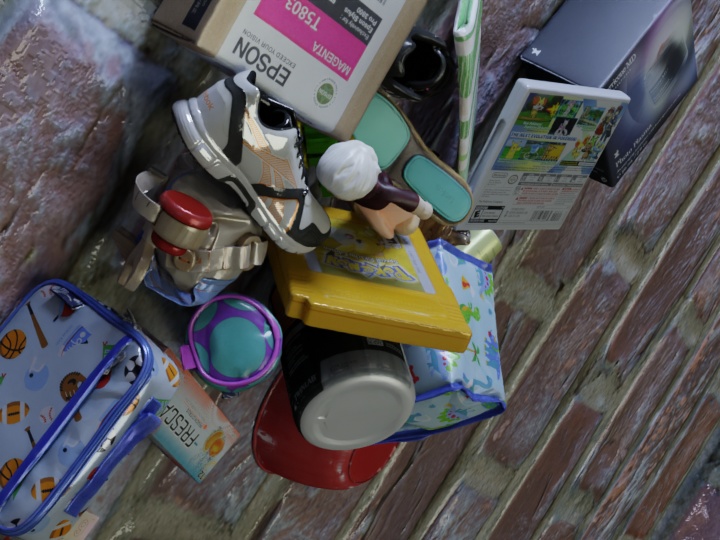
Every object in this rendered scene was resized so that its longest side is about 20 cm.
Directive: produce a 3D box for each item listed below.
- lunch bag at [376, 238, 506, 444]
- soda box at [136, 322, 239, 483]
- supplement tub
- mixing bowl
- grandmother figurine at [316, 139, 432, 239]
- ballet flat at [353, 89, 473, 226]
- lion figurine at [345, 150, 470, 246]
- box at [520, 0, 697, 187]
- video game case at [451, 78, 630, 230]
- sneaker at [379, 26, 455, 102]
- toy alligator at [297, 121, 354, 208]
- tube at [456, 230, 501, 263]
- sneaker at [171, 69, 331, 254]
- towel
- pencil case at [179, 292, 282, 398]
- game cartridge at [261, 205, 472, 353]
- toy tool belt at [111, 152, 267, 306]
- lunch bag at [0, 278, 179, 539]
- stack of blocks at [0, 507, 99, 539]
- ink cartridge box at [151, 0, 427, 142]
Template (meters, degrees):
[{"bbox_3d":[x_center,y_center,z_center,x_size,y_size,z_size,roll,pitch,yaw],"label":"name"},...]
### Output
[{"bbox_3d":[0.047,0.087,1.361,0.127,0.198,0.172,26,52,-45],"label":"lunch bag"},{"bbox_3d":[-0.189,0.128,1.231,0.069,0.063,0.201,-48,148,-15],"label":"soda box"},{"bbox_3d":[-0.024,0.065,1.264,0.121,0.202,0.123,-9,139,-8],"label":"supplement tub"},{"bbox_3d":[-0.020,0.179,1.485,0.199,0.108,0.202,-36,143,-32],"label":"mixing bowl"},{"bbox_3d":[0.009,-0.073,1.165,0.200,0.120,0.061,26,77,-72],"label":"grandmother figurine"},{"bbox_3d":[0.035,-0.119,1.315,0.069,0.063,0.200,-46,113,-3],"label":"ballet flat"},{"bbox_3d":[0.044,-0.058,1.422,0.198,0.073,0.124,-13,136,-33],"label":"lion figurine"},{"bbox_3d":[0.314,-0.250,1.583,0.201,0.123,0.199,-50,147,-14],"label":"box"},{"bbox_3d":[0.203,-0.126,1.441,0.198,0.022,0.184,-2,127,-45],"label":"video game case"},{"bbox_3d":[0.054,-0.202,1.270,0.199,0.087,0.074,12,107,-61],"label":"sneaker"},{"bbox_3d":[-0.033,-0.119,1.256,0.201,0.058,0.055,81,9,-49],"label":"toy alligator"},{"bbox_3d":[0.094,0.025,1.577,0.200,0.052,0.058,-45,107,-14],"label":"tube"},{"bbox_3d":[-0.071,-0.086,1.062,0.079,0.074,0.200,-32,139,10],"label":"sneaker"},{"bbox_3d":[0.111,-0.208,1.344,0.154,0.023,0.202,-79,171,-45],"label":"towel"},{"bbox_3d":[-0.119,0.071,1.177,0.091,0.086,0.200,-13,174,-8],"label":"pencil case"},{"bbox_3d":[0.000,0.000,1.200,0.174,0.201,0.033,11,115,-20],"label":"game cartridge"},{"bbox_3d":[-0.149,-0.016,1.083,0.124,0.124,0.200,-60,179,15],"label":"toy tool belt"},{"bbox_3d":[-0.247,0.112,1.034,0.201,0.159,0.076,-53,150,-8],"label":"lunch bag"},{"bbox_3d":[-0.282,0.186,1.094,0.201,0.115,0.059,-54,150,-9],"label":"stack of blocks"},{"bbox_3d":[-0.051,-0.224,1.072,0.199,0.075,0.166,27,93,-47],"label":"ink cartridge box"}]
